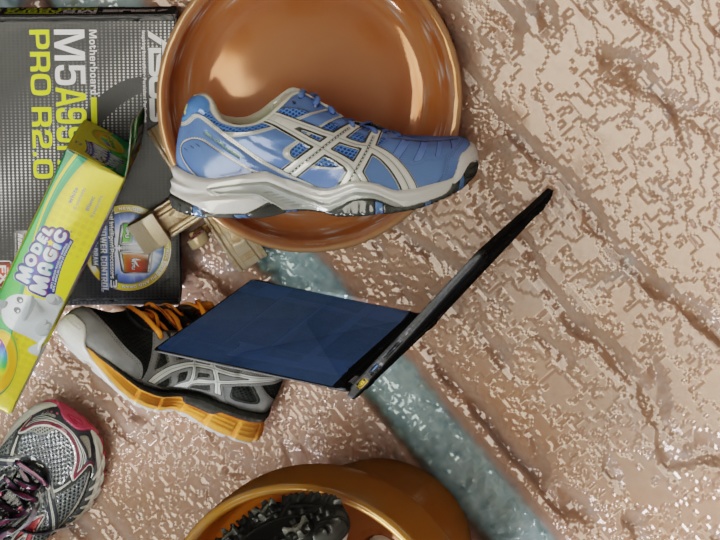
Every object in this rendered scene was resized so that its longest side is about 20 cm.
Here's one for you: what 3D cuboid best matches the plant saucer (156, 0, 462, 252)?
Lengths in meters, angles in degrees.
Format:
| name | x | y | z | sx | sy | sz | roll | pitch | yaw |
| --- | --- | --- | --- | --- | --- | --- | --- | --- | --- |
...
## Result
| name | x | y | z | sx | sy | sz | roll | pitch | yaw |
| --- | --- | --- | --- | --- | --- | --- | --- | --- | --- |
| plant saucer | -0.034 | -0.113 | 1.665 | 0.198 | 0.037 | 0.202 | -1 | 100 | -8 |

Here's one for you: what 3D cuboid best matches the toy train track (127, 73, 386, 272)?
| name | x | y | z | sx | sy | sz | roll | pitch | yaw |
| --- | --- | --- | --- | --- | --- | --- | --- | --- | --- |
| toy train track | -0.067 | -0.071 | 1.702 | 0.199 | 0.033 | 0.115 | -32 | 102 | 7 |

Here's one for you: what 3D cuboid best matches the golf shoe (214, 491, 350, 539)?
| name | x | y | z | sx | sy | sz | roll | pitch | yaw |
| --- | --- | --- | --- | --- | --- | --- | --- | --- | --- |
| golf shoe | -0.069 | 0.213 | 1.588 | 0.200 | 0.078 | 0.095 | -36 | 108 | 24 |

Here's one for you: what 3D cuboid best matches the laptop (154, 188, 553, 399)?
| name | x | y | z | sx | sy | sz | roll | pitch | yaw |
| --- | --- | --- | --- | --- | --- | --- | --- | --- | --- |
| laptop | 0.000 | 0.000 | 1.640 | 0.116 | 0.187 | 0.200 | 44 | 112 | 3 |

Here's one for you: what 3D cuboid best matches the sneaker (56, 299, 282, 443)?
| name | x | y | z | sx | sy | sz | roll | pitch | yaw |
| --- | --- | --- | --- | --- | --- | --- | --- | --- | --- |
| sneaker | -0.123 | 0.052 | 1.709 | 0.078 | 0.200 | 0.078 | 40 | 101 | 38 |

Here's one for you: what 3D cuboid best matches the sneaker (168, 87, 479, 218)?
| name | x | y | z | sx | sy | sz | roll | pitch | yaw |
| --- | --- | --- | --- | --- | --- | --- | --- | --- | --- |
| sneaker | -0.021 | -0.075 | 1.616 | 0.198 | 0.076 | 0.078 | -2 | 99 | -12 |

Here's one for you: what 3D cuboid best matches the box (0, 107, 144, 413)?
| name | x | y | z | sx | sy | sz | roll | pitch | yaw |
| --- | --- | --- | --- | --- | --- | --- | --- | --- | --- |
| box | -0.197 | -0.016 | 1.669 | 0.048 | 0.117 | 0.201 | 28 | 100 | -6 |

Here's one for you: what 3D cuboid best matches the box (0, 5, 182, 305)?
| name | x | y | z | sx | sy | sz | roll | pitch | yaw |
| --- | --- | --- | --- | --- | --- | --- | --- | --- | --- |
| box | -0.201 | -0.078 | 1.737 | 0.159 | 0.044 | 0.202 | 0 | 104 | -2 |

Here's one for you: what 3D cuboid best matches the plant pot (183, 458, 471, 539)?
| name | x | y | z | sx | sy | sz | roll | pitch | yaw |
| --- | --- | --- | --- | --- | --- | --- | --- | --- | --- |
| plant pot | -0.007 | 0.210 | 1.696 | 0.199 | 0.183 | 0.202 | 4 | 105 | 17 |

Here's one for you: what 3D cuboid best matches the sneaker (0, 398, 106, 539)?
| name | x | y | z | sx | sy | sz | roll | pitch | yaw |
| --- | --- | --- | --- | --- | --- | --- | --- | --- | --- |
| sneaker | -0.252 | 0.179 | 1.825 | 0.080 | 0.075 | 0.200 | 38 | 110 | 5 |
